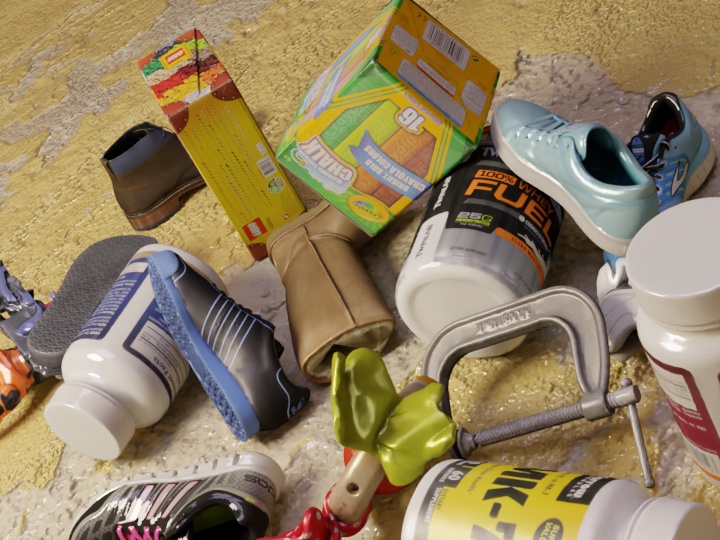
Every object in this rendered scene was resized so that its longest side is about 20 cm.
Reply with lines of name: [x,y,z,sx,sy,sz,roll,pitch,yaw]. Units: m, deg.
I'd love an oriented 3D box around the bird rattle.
bird rattle: [0.013,0.160,1.130,0.112,0.201,0.163,25,22,16]

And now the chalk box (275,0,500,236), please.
chalk box: [0.012,-0.129,1.333,0.200,0.124,0.124,-41,19,40]

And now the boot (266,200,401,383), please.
boot: [0.000,0.000,1.385,0.175,0.066,0.200,-36,35,8]

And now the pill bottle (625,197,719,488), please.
pill bottle: [0.259,0.054,1.010,0.114,0.200,0.114,-19,37,15]

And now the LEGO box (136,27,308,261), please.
LEGO box: [-0.141,-0.133,1.523,0.077,0.200,0.149,-31,35,-2]

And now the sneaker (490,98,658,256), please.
sneaker: [0.184,-0.102,1.216,0.074,0.082,0.200,-23,49,-27]

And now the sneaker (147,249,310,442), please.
sneaker: [-0.122,0.058,1.330,0.078,0.070,0.200,-26,74,-22]

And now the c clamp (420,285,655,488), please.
c clamp: [0.131,0.099,1.152,0.199,0.027,0.172,-15,67,34]

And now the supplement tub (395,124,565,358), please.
supplement tub: [0.112,-0.031,1.286,0.122,0.123,0.200,-7,42,29]

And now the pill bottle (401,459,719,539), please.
pill bottle: [0.138,0.196,1.000,0.199,0.114,0.114,2,46,36]

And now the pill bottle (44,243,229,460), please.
pill bottle: [-0.216,0.080,1.395,0.111,0.111,0.200,0,45,35]

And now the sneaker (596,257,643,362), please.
sneaker: [0.280,0.033,1.144,0.199,0.075,0.081,-7,55,32]

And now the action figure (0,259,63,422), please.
action figure: [-0.365,0.078,1.516,0.193,0.105,0.200,-31,57,-9]

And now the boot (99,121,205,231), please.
boot: [-0.209,-0.145,1.674,0.075,0.097,0.200,19,58,47]

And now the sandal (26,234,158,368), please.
sandal: [-0.273,0.031,1.479,0.076,0.043,0.200,13,44,22]

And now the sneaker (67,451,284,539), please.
sneaker: [-0.159,0.217,1.217,0.199,0.074,0.088,-18,31,9]

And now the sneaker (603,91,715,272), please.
sneaker: [0.249,-0.076,1.270,0.078,0.090,0.200,-3,47,33]
